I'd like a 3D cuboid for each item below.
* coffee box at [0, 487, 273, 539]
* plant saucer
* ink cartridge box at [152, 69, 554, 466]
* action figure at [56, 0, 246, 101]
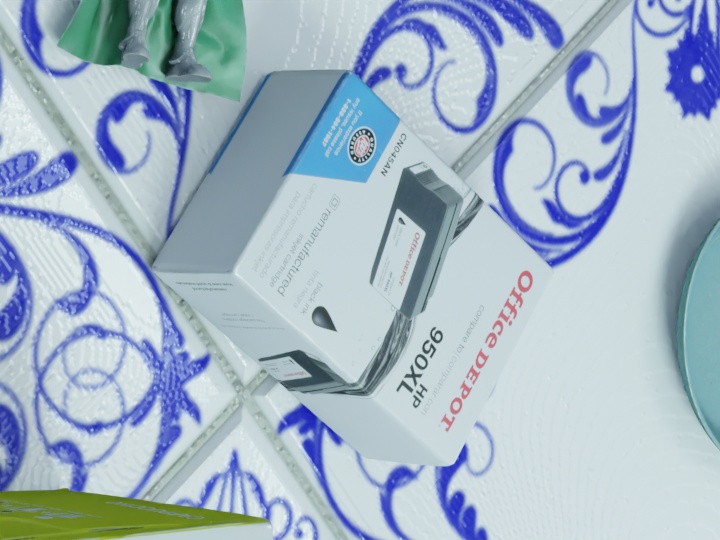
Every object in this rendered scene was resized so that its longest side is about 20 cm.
[{"bbox_3d":[-0.177,0.220,1.520,0.200,0.199,0.198,-3,92,-38],"label":"coffee box"},{"bbox_3d":[0.273,0.040,1.982,0.200,0.036,0.201,-1,92,-39],"label":"plant saucer"},{"bbox_3d":[0.000,0.000,1.731,0.200,0.084,0.145,43,66,-32],"label":"ink cartridge box"},{"bbox_3d":[-0.096,-0.207,1.673,0.118,0.055,0.201,16,77,-35],"label":"action figure"}]
